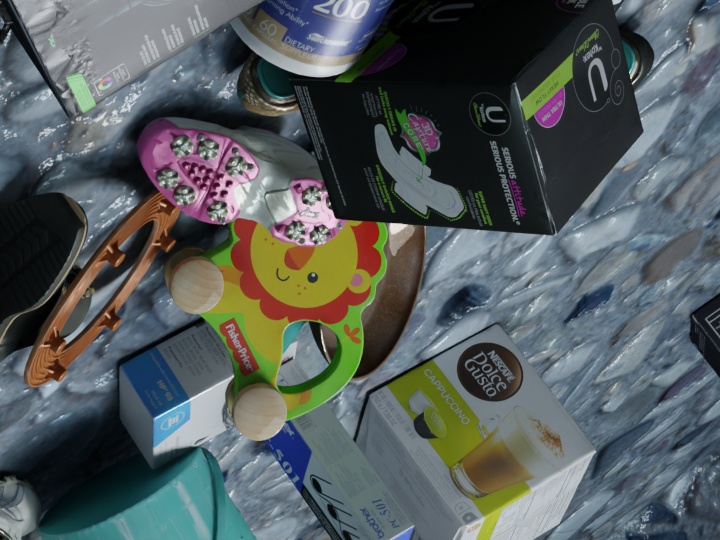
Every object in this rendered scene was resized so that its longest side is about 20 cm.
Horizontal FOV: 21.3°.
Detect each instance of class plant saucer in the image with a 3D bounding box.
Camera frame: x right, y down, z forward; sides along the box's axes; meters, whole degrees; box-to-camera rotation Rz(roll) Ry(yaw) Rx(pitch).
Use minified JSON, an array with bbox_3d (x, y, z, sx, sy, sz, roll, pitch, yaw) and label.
[{"bbox_3d":[0.000,0.000,1.766,0.200,0.036,0.202,-35,131,-54],"label":"plant saucer"}]

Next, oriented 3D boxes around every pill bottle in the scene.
[{"bbox_3d":[-0.009,-0.238,1.298,0.110,0.111,0.201,-15,149,-41],"label":"pill bottle"}]

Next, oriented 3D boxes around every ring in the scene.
[{"bbox_3d":[-0.199,0.015,1.532,0.201,0.019,0.200,-53,174,-8],"label":"ring"}]

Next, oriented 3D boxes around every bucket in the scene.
[{"bbox_3d":[-0.205,0.266,1.861,0.206,0.136,0.207,-24,-167,6],"label":"bucket"}]

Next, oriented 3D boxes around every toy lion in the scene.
[{"bbox_3d":[-0.058,0.017,1.645,0.190,0.201,0.069,-26,-165,-4],"label":"toy lion"}]

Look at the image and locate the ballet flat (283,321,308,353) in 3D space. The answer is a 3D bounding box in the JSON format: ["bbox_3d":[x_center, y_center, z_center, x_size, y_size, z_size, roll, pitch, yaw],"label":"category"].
[{"bbox_3d":[-0.062,0.018,1.766,0.200,0.069,0.070,-43,169,-47],"label":"ballet flat"}]

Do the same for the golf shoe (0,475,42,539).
[{"bbox_3d":[-0.343,0.240,1.762,0.078,0.097,0.200,-41,159,8],"label":"golf shoe"}]

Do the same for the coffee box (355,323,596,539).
[{"bbox_3d":[0.128,0.224,2.271,0.197,0.200,0.201,-27,155,-23],"label":"coffee box"}]

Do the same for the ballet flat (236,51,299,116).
[{"bbox_3d":[-0.016,-0.171,1.503,0.199,0.071,0.065,-19,180,-30],"label":"ballet flat"}]

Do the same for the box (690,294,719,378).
[{"bbox_3d":[0.606,0.103,2.725,0.199,0.199,0.123,-34,157,-4],"label":"box"}]

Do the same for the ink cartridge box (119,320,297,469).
[{"bbox_3d":[-0.129,0.096,1.826,0.199,0.067,0.116,-28,156,-20],"label":"ink cartridge box"}]

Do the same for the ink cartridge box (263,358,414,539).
[{"bbox_3d":[-0.029,0.189,1.800,0.044,0.201,0.094,-27,156,-23],"label":"ink cartridge box"}]

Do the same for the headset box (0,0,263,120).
[{"bbox_3d":[-0.148,-0.209,1.180,0.199,0.093,0.174,-32,156,-9],"label":"headset box"}]

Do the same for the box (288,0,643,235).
[{"bbox_3d":[0.079,-0.120,1.393,0.149,0.199,0.125,-45,129,-39],"label":"box"}]

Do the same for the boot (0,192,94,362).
[{"bbox_3d":[-0.241,0.000,1.494,0.200,0.078,0.138,-41,166,36],"label":"boot"}]

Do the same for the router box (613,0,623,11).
[{"bbox_3d":[0.167,-0.262,1.581,0.199,0.051,0.149,-16,152,-40],"label":"router box"}]

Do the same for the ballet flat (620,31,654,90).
[{"bbox_3d":[0.222,-0.148,1.866,0.200,0.068,0.068,-50,162,30],"label":"ballet flat"}]

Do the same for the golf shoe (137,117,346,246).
[{"bbox_3d":[-0.100,-0.081,1.527,0.199,0.092,0.076,22,115,-37],"label":"golf shoe"}]
